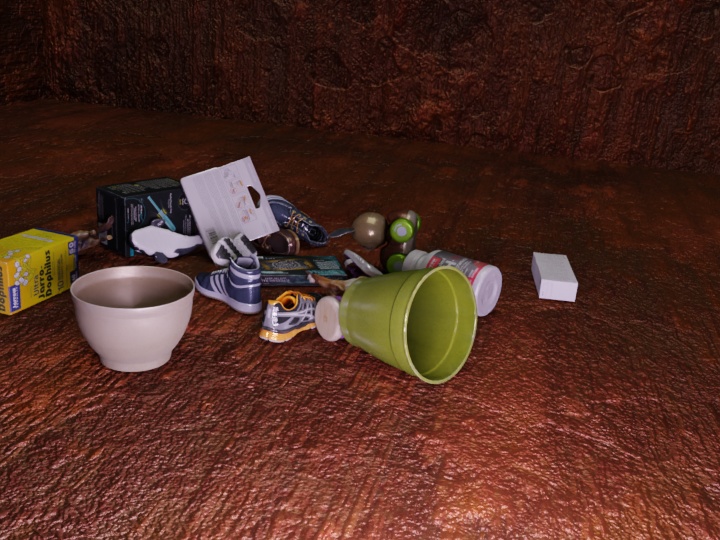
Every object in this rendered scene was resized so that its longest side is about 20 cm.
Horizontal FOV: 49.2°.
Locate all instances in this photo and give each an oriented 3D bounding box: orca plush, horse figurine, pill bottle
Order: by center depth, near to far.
[{"bbox_3d":[-0.010,0.042,1.664,0.200,0.050,0.133,-2,20,-18],"label":"horse figurine"},{"bbox_3d":[0.191,0.019,1.684,0.200,0.111,0.111,18,24,35],"label":"pill bottle"},{"bbox_3d":[-0.646,-0.061,1.766,0.132,0.050,0.200,-4,22,47],"label":"horse figurine"},{"bbox_3d":[-0.464,-0.068,1.853,0.071,0.105,0.200,-21,1,44],"label":"orca plush"}]

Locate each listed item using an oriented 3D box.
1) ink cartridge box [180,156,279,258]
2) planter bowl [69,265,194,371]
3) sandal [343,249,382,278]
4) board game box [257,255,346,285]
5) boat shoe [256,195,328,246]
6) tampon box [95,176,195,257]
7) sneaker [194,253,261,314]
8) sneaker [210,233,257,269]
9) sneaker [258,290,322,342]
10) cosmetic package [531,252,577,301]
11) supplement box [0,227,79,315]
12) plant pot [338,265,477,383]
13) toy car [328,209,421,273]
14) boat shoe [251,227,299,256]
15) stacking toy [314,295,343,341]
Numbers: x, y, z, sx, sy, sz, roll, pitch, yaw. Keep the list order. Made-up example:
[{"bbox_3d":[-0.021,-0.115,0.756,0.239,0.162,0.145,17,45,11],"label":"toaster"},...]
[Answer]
[{"bbox_3d":[-0.312,-0.151,1.876,0.176,0.200,0.045,-21,-5,-15],"label":"ink cartridge box"},{"bbox_3d":[-0.382,0.088,1.329,0.200,0.135,0.200,3,19,-1],"label":"planter bowl"},{"bbox_3d":[-0.006,-0.004,1.787,0.082,0.050,0.203,37,-1,-14],"label":"sandal"},{"bbox_3d":[-0.142,0.000,1.789,0.200,0.028,0.135,0,20,-14],"label":"board game box"},{"bbox_3d":[-0.165,-0.126,1.984,0.200,0.071,0.091,27,3,-42],"label":"boat shoe"},{"bbox_3d":[-0.516,-0.133,1.902,0.126,0.150,0.200,21,25,38],"label":"tampon box"},{"bbox_3d":[-0.270,0.008,1.616,0.200,0.109,0.070,22,25,40],"label":"sneaker"},{"bbox_3d":[-0.292,-0.029,1.738,0.081,0.075,0.200,-35,-1,10],"label":"sneaker"},{"bbox_3d":[-0.124,0.073,1.515,0.078,0.077,0.200,10,19,21],"label":"sneaker"},{"bbox_3d":[0.453,0.013,1.846,0.082,0.051,0.200,4,20,6],"label":"cosmetic package"},{"bbox_3d":[-0.668,-0.003,1.562,0.109,0.109,0.200,11,21,18],"label":"supplement box"},{"bbox_3d":[0.071,0.083,1.393,0.193,0.201,0.200,7,16,44],"label":"plant pot"},{"bbox_3d":[0.031,-0.072,1.838,0.200,0.158,0.164,8,11,10],"label":"toy car"},{"bbox_3d":[-0.220,-0.073,1.920,0.070,0.070,0.200,0,10,-34],"label":"boat shoe"},{"bbox_3d":[0.013,0.082,1.523,0.200,0.085,0.085,-7,22,-38],"label":"stacking toy"}]
